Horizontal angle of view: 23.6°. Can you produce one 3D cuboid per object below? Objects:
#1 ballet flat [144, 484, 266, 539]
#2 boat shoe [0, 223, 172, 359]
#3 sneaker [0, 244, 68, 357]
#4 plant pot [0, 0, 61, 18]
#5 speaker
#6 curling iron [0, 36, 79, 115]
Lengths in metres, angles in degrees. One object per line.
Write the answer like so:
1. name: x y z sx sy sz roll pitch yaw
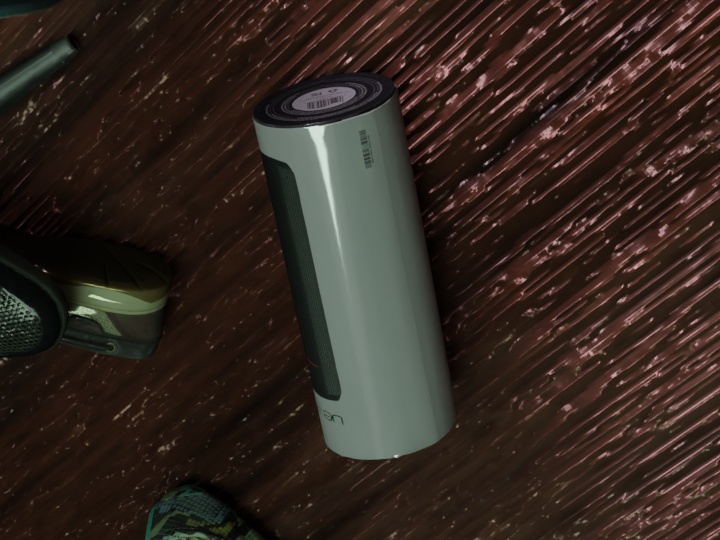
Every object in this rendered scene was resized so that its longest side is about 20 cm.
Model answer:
1. ballet flat: -0.054 0.215 1.070 0.199 0.074 0.074 34 120 -3
2. boat shoe: -0.210 0.012 1.013 0.198 0.072 0.067 10 113 6
3. sneaker: -0.262 0.023 0.928 0.197 0.115 0.077 17 122 -4
4. plant pot: -0.231 -0.243 0.835 0.198 0.200 0.198 14 111 9
5. speaker: 0.000 0.000 0.943 0.080 0.081 0.202 -4 115 17
6. curling iron: -0.240 -0.072 0.984 0.199 0.050 0.026 -32 116 9
